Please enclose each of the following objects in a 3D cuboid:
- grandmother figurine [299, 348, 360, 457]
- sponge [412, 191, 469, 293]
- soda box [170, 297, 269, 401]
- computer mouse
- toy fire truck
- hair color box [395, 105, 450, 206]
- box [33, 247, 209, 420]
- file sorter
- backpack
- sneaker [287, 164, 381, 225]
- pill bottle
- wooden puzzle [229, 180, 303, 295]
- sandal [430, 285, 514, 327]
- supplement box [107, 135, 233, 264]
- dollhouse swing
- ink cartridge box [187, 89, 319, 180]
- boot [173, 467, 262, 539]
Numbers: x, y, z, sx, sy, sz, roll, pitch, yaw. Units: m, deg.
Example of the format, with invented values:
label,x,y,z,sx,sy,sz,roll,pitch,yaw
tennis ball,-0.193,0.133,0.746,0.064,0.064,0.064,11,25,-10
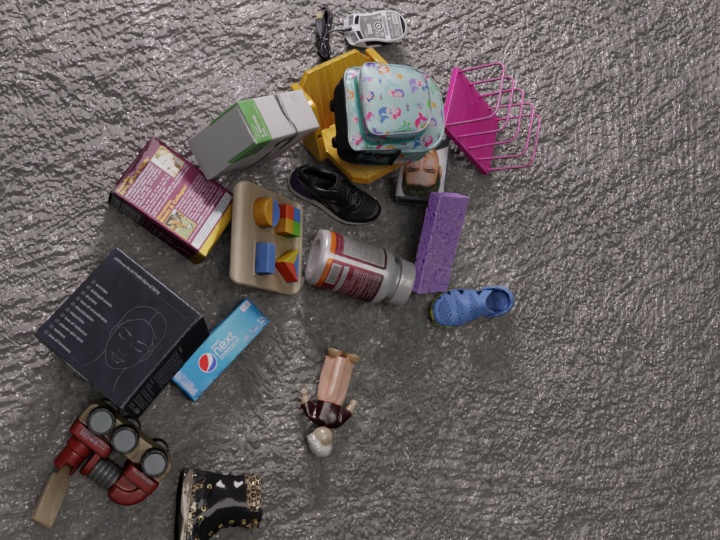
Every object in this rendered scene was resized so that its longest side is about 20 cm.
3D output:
label,x,y,z,sx,sy,sz,roll,pitch,yaw
grandmother figurine,-0.062,0.254,1.510,0.120,0.061,0.202,14,75,-10
sponge,0.158,-0.056,1.586,0.111,0.030,0.203,-2,108,-52
soda box,-0.260,0.144,1.441,0.064,0.068,0.200,47,70,-9
computer mouse,0.001,-0.494,1.641,0.197,0.044,0.111,-7,81,-16
toy fire truck,-0.440,0.345,1.327,0.176,0.129,0.201,42,83,-12
hair color box,0.133,-0.238,1.629,0.098,0.061,0.203,6,80,7
box,-0.396,0.107,1.334,0.199,0.124,0.197,37,72,9
file sorter,0.275,-0.311,1.625,0.200,0.124,0.141,35,62,-47
backpack,0.059,-0.289,1.458,0.198,0.150,0.180,1,77,-23
sneaker,-0.043,-0.148,1.552,0.198,0.087,0.077,21,76,-17
pill bottle,0.000,0.000,1.538,0.198,0.109,0.111,18,77,-18
wooden puzzle,-0.161,-0.057,1.464,0.199,0.046,0.188,15,75,-59
sandal,0.238,0.069,1.634,0.198,0.087,0.081,-13,90,-20
supplement box,-0.335,-0.123,1.428,0.199,0.103,0.132,37,72,-14
dollhouse swing,0.003,-0.301,1.532,0.199,0.176,0.183,-29,130,-21
ink cartridge box,-0.190,-0.249,1.436,0.199,0.145,0.085,-29,92,-54
boot,-0.253,0.454,1.404,0.149,0.073,0.203,4,76,-20
